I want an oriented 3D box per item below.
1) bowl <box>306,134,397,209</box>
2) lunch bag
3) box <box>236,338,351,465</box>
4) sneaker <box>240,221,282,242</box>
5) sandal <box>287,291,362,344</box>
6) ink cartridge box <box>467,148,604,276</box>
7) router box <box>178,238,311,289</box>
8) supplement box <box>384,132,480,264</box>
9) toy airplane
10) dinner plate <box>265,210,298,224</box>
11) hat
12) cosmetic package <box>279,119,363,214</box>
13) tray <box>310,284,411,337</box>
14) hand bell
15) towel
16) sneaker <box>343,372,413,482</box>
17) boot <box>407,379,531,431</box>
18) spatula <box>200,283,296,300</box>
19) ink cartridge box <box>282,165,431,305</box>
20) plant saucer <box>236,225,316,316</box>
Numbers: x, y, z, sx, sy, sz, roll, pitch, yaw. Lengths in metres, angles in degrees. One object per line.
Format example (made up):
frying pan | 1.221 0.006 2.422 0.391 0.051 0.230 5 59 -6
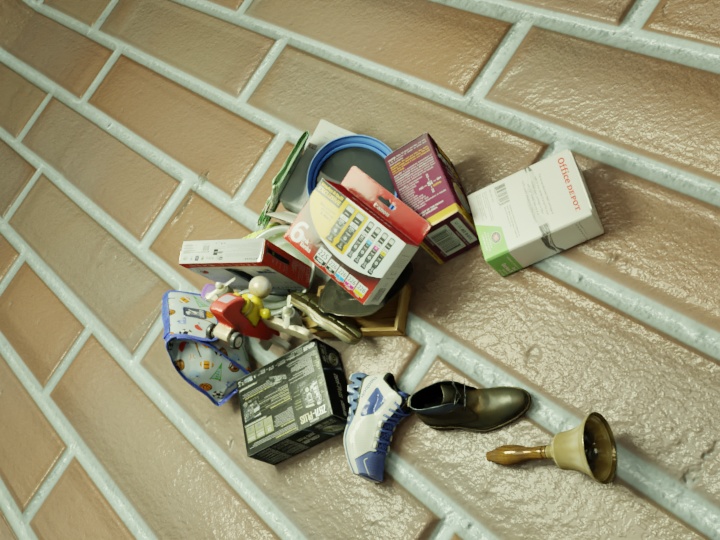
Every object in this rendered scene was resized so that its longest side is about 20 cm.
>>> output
bowl | -0.011 -0.176 1.576 0.199 0.039 0.202 0 80 1
lunch bag | -0.319 0.142 1.555 0.124 0.200 0.170 -39 33 9
box | -0.126 0.251 1.468 0.199 0.086 0.165 -30 54 19
sneaker | -0.254 -0.041 1.707 0.200 0.076 0.076 -37 50 11
sandal | -0.078 0.098 1.485 0.200 0.080 0.054 35 110 36
ink cartridge box | 0.306 -0.100 1.356 0.199 0.084 0.146 -24 56 22
router box | -0.227 -0.010 1.537 0.199 0.179 0.049 -1 72 28
supplement box | 0.139 -0.136 1.458 0.103 0.131 0.201 -29 55 18
toy airplane | -0.199 0.082 1.490 0.199 0.199 0.142 -171 99 -74
dinner plate | -0.093 -0.087 1.542 0.199 0.200 0.024 18 89 38
hat | 0.000 0.000 1.462 0.199 0.081 0.201 -14 32 9
cosmetic package | -0.077 -0.204 1.643 0.112 0.081 0.201 24 80 8
tray | 0.000 0.078 1.505 0.199 0.037 0.099 -4 65 32
hand bell | 0.282 0.284 1.196 0.199 0.104 0.105 -18 57 40
towel | -0.165 -0.186 1.616 0.023 0.200 0.153 28 61 -3
sneaker | 0.038 0.263 1.357 0.115 0.080 0.201 -18 57 28
boot | 0.176 0.223 1.274 0.199 0.097 0.075 -17 59 27
spatula | -0.229 0.046 1.581 0.198 0.021 0.057 -2 32 10
ink cartridge box | -0.005 -0.069 1.364 0.200 0.084 0.176 38 101 18
plant saucer | -0.172 0.005 1.638 0.199 0.050 0.202 -9 69 24
